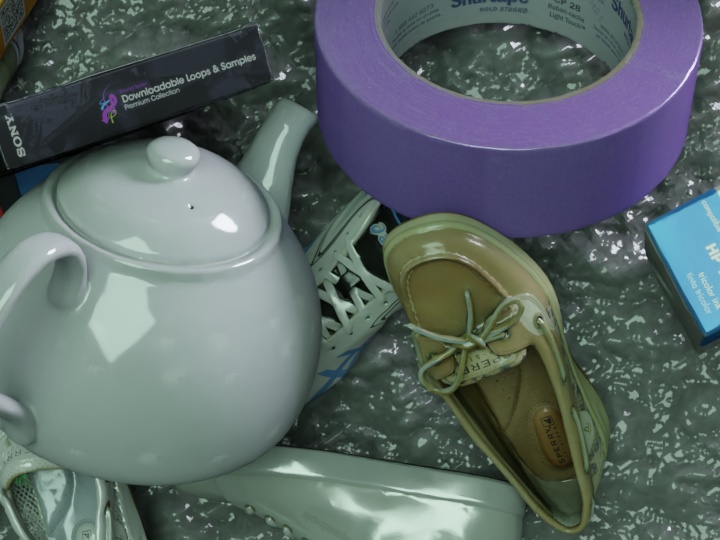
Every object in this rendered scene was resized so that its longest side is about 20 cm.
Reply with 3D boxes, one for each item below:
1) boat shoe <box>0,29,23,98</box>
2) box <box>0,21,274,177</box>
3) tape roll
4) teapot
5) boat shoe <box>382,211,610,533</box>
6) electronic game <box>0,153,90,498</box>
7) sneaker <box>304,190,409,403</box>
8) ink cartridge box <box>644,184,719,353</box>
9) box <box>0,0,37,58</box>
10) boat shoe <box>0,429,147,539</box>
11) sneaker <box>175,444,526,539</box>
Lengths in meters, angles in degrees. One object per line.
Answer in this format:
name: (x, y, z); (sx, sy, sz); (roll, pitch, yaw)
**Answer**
boat shoe: (-0.297, -0.119, 1.031); (0.200, 0.072, 0.062); (-6, 40, 6)
box: (-0.144, -0.081, 0.927); (0.143, 0.200, 0.036); (-22, 96, -21)
tape roll: (0.076, -0.111, 0.932); (0.200, 0.066, 0.200); (-1, 49, 1)
teapot: (-0.107, 0.002, 0.888); (0.197, 0.200, 0.146); (2, 125, -17)
boat shoe: (0.076, 0.053, 0.909); (0.073, 0.063, 0.200); (-23, 125, 24)
electronic game: (-0.172, 0.031, 1.019); (0.200, 0.042, 0.200); (-1, 84, 9)
sneaker: (0.000, 0.000, 0.981); (0.072, 0.072, 0.200); (45, 93, 9)
ink cartridge box: (0.251, -0.034, 0.923); (0.200, 0.116, 0.067); (-28, 80, 5)
box: (-0.242, -0.179, 1.019); (0.119, 0.042, 0.200); (16, 53, 10)
boat shoe: (-0.168, 0.098, 0.963); (0.071, 0.069, 0.200); (-23, 87, 11)
sneaker: (-0.013, 0.142, 0.966); (0.200, 0.073, 0.085); (9, 83, 8)
